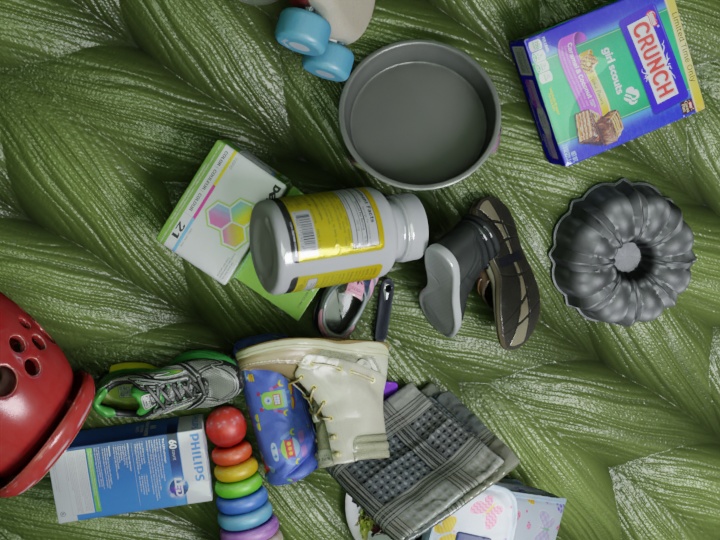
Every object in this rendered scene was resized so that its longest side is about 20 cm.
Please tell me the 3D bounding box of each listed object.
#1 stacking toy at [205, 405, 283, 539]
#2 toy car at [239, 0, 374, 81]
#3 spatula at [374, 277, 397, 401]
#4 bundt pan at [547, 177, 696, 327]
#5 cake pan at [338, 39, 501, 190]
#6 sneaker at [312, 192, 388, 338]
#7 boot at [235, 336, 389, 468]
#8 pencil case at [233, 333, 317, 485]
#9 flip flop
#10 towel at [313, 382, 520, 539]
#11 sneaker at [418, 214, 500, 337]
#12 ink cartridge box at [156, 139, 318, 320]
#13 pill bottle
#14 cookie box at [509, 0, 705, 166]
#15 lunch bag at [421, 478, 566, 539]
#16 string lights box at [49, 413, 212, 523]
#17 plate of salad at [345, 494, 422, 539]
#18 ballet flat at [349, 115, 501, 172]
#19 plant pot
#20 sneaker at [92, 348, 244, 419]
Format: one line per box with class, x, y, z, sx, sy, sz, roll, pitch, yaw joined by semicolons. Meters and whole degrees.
stacking toy;-0.161;0.276;1.348;0.084;0.085;0.202;-11;97;-6
toy car;-0.093;-0.348;1.197;0.198;0.177;0.186;16;87;18
spatula;0.027;0.109;1.359;0.056;0.021;0.202;0;100;-21
bundt pan;0.355;-0.017;1.352;0.199;0.076;0.204;-2;102;-7
cake pan;0.072;-0.186;1.250;0.198;0.037;0.202;0;72;0
sneaker;0.000;0.000;1.301;0.070;0.082;0.202;19;99;-11
boot;-0.054;0.162;1.244;0.198;0.072;0.157;3;79;-24
pencil case;-0.104;0.179;1.327;0.086;0.078;0.202;-12;104;6
flip flop;0.180;0.004;1.341;0.081;0.057;0.202;-18;91;-37
towel;0.070;0.233;1.289;0.199;0.192;0.035;-30;131;-22
sneaker;0.131;0.008;1.296;0.099;0.201;0.071;-40;64;-22
ink cartridge box;-0.125;-0.047;1.258;0.199;0.076;0.149;33;97;-1
pill bottle;-0.024;-0.040;1.210;0.198;0.111;0.113;-9;104;-24
cookie box;0.314;-0.249;1.294;0.198;0.075;0.173;-23;104;-3
lunch bag;0.160;0.358;1.336;0.199;0.127;0.171;19;84;-36
string lights box;-0.297;0.257;1.327;0.198;0.059;0.104;-7;104;-7
plate of salad;0.078;0.322;1.401;0.198;0.048;0.202;-2;103;-8
ballet flat;0.087;-0.144;1.297;0.198;0.069;0.072;-16;129;-4
plant pot;-0.430;0.151;1.215;0.182;0.200;0.201;40;95;-18
sneaker;-0.242;0.155;1.285;0.198;0.085;0.079;-10;107;5
